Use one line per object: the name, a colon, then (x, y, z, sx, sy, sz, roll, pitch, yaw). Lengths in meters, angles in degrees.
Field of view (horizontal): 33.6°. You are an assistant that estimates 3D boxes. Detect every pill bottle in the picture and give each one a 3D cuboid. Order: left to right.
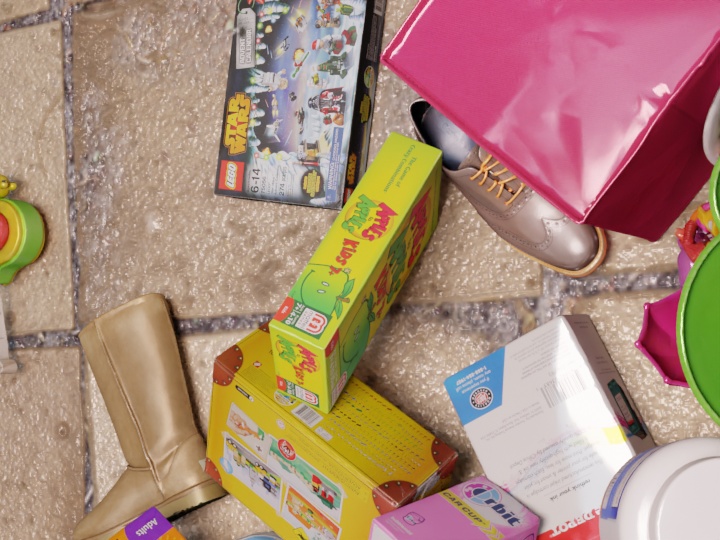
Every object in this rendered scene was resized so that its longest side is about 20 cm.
pill bottle: (0.214, 0.163, 0.753, 0.111, 0.200, 0.113, -1, 80, 5)

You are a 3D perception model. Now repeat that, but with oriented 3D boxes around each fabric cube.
fabric cube: (0.174, -0.159, 0.851, 0.196, 0.199, 0.200, 44, 107, 23)

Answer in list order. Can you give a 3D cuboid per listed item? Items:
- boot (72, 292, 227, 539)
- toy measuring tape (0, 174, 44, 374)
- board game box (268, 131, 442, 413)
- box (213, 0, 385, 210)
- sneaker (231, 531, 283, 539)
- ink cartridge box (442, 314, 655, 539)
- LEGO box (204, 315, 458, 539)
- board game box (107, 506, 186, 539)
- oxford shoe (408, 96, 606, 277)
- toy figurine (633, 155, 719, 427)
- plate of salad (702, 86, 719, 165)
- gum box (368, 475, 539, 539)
boot: (-0.225, 0.147, 1.128, 0.174, 0.066, 0.201, -25, 77, 12)
toy measuring tape: (-0.347, 0.000, 1.193, 0.073, 0.073, 0.201, -11, 83, 27)
board game box: (0.000, 0.000, 0.931, 0.047, 0.102, 0.201, 23, 60, 15)
box: (-0.055, -0.158, 1.060, 0.136, 0.040, 0.201, 7, 92, 29)
sneaker: (-0.139, 0.288, 1.070, 0.199, 0.072, 0.072, -31, 76, 25)
ink cartridge box: (0.163, 0.148, 0.918, 0.116, 0.067, 0.201, -31, 74, 24)
LEGO box: (-0.031, 0.158, 0.979, 0.200, 0.077, 0.150, 35, 137, 24)
board game box: (-0.203, 0.365, 0.980, 0.200, 0.200, 0.200, 43, 128, 12)
oxford shoe: (0.110, -0.067, 0.951, 0.200, 0.073, 0.071, 43, 106, 22)
toy figurine: (0.249, 0.016, 0.817, 0.149, 0.184, 0.201, -9, 89, -8)
plate of salad: (0.310, -0.135, 0.777, 0.200, 0.200, 0.048, -47, 58, 18)
gum box: (0.056, 0.268, 0.906, 0.066, 0.113, 0.201, 34, 125, 41)
